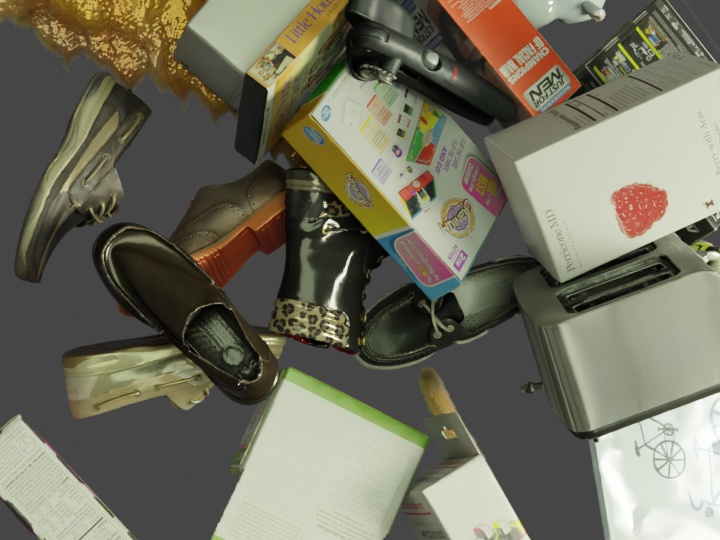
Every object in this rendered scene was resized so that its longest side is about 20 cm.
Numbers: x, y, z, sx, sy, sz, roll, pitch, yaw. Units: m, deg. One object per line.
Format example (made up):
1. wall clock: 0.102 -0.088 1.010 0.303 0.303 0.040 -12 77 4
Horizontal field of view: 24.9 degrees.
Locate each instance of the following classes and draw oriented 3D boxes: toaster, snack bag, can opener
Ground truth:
1. toaster: 0.230 0.054 1.430 0.199 0.181 0.119 -20 104 2
2. snack bag: 0.309 0.187 1.569 0.199 0.021 0.190 -8 84 -15
3. can opener: 0.065 -0.174 1.428 0.199 0.063 0.079 27 81 -33

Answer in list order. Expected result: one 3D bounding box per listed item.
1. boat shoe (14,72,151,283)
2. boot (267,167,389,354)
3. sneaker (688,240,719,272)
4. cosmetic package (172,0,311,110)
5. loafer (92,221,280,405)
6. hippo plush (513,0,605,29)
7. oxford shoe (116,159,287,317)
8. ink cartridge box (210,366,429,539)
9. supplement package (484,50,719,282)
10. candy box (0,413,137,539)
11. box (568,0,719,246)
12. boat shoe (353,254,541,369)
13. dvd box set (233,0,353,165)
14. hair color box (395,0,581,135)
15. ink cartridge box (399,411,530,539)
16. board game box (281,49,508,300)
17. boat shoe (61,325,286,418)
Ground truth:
1. boat shoe: -0.243 -0.077 1.442 0.073 0.074 0.201 25 79 -9
2. boot: 0.000 0.000 1.467 0.199 0.073 0.152 18 80 -45
3. sneaker: 0.258 0.023 1.550 0.199 0.076 0.076 -33 93 -14
4. cosmetic package: -0.076 -0.255 1.491 0.085 0.108 0.200 39 77 -6
5. loafer: -0.143 0.030 1.381 0.200 0.071 0.073 41 78 0
6. hippo plush: 0.175 -0.318 1.564 0.199 0.160 0.162 -19 118 -1
7. oxford shoe: -0.141 -0.028 1.475 0.199 0.071 0.073 -32 64 -14
8. ink cartridge box: -0.050 0.207 1.451 0.147 0.076 0.201 27 78 -9
9. supplement package: 0.230 -0.093 1.433 0.199 0.120 0.122 -25 106 -2
10. candy box: -0.242 0.213 1.370 0.061 0.136 0.200 -42 94 -14
11. box: 0.303 -0.146 1.571 0.200 0.044 0.160 50 52 -3
12. boat shoe: 0.086 0.037 1.514 0.199 0.060 0.074 -18 89 -15
13. dvd box set: -0.038 -0.200 1.458 0.029 0.146 0.200 36 66 8
14. hair color box: 0.107 -0.220 1.528 0.064 0.111 0.200 -42 93 -14
15. ink cartridge box: 0.094 0.232 1.461 0.068 0.115 0.201 -29 89 -16
16. board game box: 0.037 -0.095 1.439 0.200 0.040 0.153 48 42 -13
17. boat shoe: -0.162 0.089 1.445 0.199 0.072 0.065 -9 97 -15
